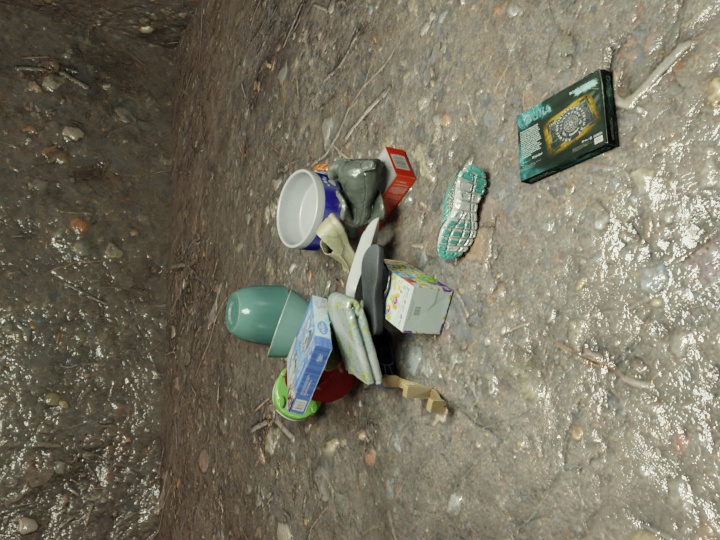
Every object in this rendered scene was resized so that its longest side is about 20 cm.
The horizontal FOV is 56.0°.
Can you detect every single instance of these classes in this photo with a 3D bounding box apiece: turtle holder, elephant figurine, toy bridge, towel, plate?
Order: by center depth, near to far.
[{"bbox_3d":[0.122,0.258,1.434,0.200,0.067,0.027,16,97,61],"label":"toy bridge"},{"bbox_3d":[-0.014,0.149,1.500,0.171,0.048,0.200,-173,65,-71],"label":"towel"},{"bbox_3d":[-0.001,-0.160,1.586,0.141,0.155,0.201,4,102,25],"label":"elephant figurine"},{"bbox_3d":[0.000,0.000,1.588,0.200,0.032,0.200,96,-169,-64],"label":"plate"},{"bbox_3d":[-0.178,0.323,1.869,0.132,0.141,0.186,123,137,-63],"label":"turtle holder"}]

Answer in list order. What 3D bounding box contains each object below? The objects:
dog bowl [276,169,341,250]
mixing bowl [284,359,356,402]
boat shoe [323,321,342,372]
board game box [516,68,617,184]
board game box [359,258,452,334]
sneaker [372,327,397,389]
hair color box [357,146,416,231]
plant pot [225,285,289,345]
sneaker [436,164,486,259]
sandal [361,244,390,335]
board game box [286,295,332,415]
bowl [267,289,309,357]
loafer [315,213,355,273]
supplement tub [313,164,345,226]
[{"bbox_3d":[-0.131,-0.151,1.718,0.200,0.079,0.201,-15,72,52],"label":"dog bowl"},{"bbox_3d":[-0.080,0.256,1.705,0.200,0.108,0.200,-30,30,19],"label":"mixing bowl"},{"bbox_3d":[-0.062,0.161,1.631,0.066,0.072,0.201,-30,26,45],"label":"boat shoe"},{"bbox_3d":[0.354,-0.246,1.182,0.200,0.028,0.136,-21,65,57],"label":"board game box"},{"bbox_3d":[0.096,0.053,1.487,0.200,0.103,0.105,36,116,56],"label":"board game box"},{"bbox_3d":[0.041,0.183,1.586,0.200,0.070,0.078,-117,37,-46],"label":"sneaker"},{"bbox_3d":[0.050,-0.195,1.662,0.200,0.061,0.102,-52,43,40],"label":"hair color box"},{"bbox_3d":[-0.333,0.138,2.151,0.200,0.161,0.201,-21,66,56],"label":"plant pot"},{"bbox_3d":[0.200,-0.121,1.396,0.091,0.077,0.200,-128,55,-71],"label":"sneaker"},{"bbox_3d":[0.035,0.039,1.457,0.076,0.043,0.201,28,120,59],"label":"sandal"},{"bbox_3d":[-0.123,0.195,1.580,0.199,0.043,0.200,-101,30,-60],"label":"board game box"},{"bbox_3d":[-0.179,0.163,1.896,0.201,0.105,0.201,-161,90,-87],"label":"bowl"},{"bbox_3d":[-0.059,-0.059,1.648,0.076,0.068,0.200,59,175,41],"label":"loafer"},{"bbox_3d":[-0.088,-0.180,1.835,0.122,0.122,0.201,-3,81,60],"label":"supplement tub"}]
